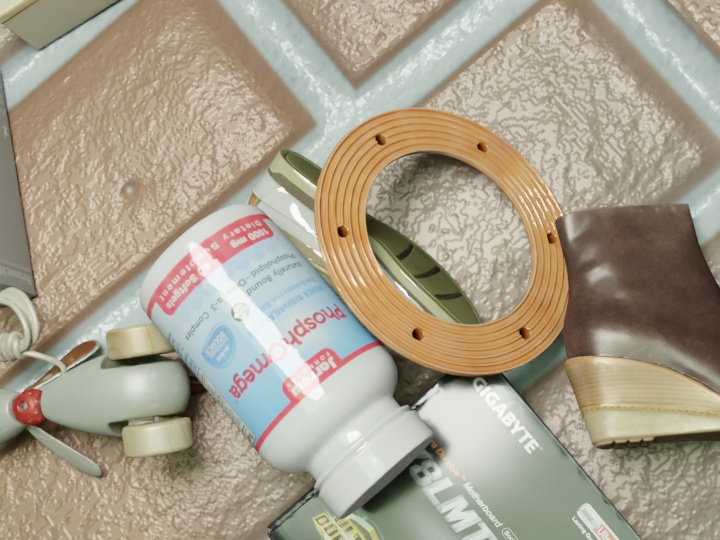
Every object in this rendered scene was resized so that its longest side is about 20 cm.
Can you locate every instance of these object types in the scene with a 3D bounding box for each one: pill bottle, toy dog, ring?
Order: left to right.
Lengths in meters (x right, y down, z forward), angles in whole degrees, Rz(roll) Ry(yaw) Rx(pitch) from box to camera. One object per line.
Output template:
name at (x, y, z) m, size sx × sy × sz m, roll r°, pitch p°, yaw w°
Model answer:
toy dog at (-0.193, 0.092, 0.812) m, size 0.199 × 0.096 × 0.133 m, roll 11°, pitch 91°, yaw 26°
pill bottle at (-0.047, 0.060, 0.722) m, size 0.109 × 0.109 × 0.200 m, roll -43°, pitch 77°, yaw 2°
ring at (0.060, -0.021, 0.749) m, size 0.200 × 0.019 × 0.201 m, roll 11°, pitch 62°, yaw -22°

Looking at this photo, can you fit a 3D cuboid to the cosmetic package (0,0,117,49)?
cosmetic package at (-0.212, -0.278, 0.875) m, size 0.200 × 0.073 × 0.104 m, roll -31°, pitch 76°, yaw 6°

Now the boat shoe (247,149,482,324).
boat shoe at (0.000, 0.000, 0.789) m, size 0.200 × 0.075 × 0.068 m, roll 42°, pitch 108°, yaw 14°

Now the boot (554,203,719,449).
boot at (0.234, 0.031, 0.731) m, size 0.199 × 0.072 × 0.167 m, roll -3°, pitch 71°, yaw 0°

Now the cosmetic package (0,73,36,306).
cosmetic package at (-0.325, -0.070, 0.845) m, size 0.090 × 0.107 × 0.201 m, roll -18°, pitch 79°, yaw 9°

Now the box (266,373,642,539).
box at (0.072, 0.192, 0.748) m, size 0.198 × 0.050 × 0.200 m, roll -40°, pitch 76°, yaw 4°
